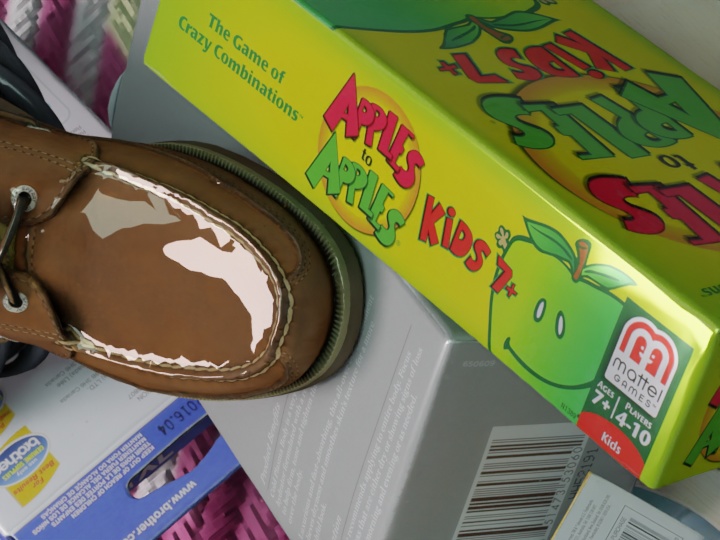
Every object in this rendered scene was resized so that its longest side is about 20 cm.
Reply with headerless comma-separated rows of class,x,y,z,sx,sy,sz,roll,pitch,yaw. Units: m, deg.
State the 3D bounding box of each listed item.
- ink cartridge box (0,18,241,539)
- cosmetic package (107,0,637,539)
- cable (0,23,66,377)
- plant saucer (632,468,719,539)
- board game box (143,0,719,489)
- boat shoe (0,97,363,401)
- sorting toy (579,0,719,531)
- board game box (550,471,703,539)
ink cartridge box,-0.108,0.013,0.875,0.119,0.042,0.200,-40,62,-14
cosmetic package,0.000,0.000,0.768,0.200,0.090,0.107,57,139,44
cable,-0.183,-0.009,0.839,0.200,0.051,0.163,-35,83,8
plant saucer,0.134,0.139,0.763,0.199,0.027,0.201,-2,86,30
board game box,0.046,-0.029,0.681,0.200,0.101,0.048,40,124,34
boat shoe,-0.093,-0.008,0.725,0.199,0.068,0.072,17,103,35
sorting toy,0.133,0.003,0.722,0.200,0.107,0.180,39,106,35
board game box,0.013,0.162,0.656,0.034,0.135,0.200,29,58,8
